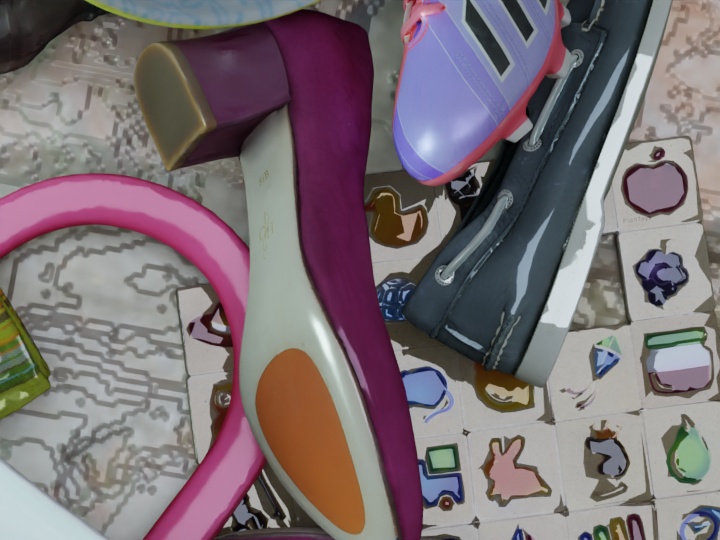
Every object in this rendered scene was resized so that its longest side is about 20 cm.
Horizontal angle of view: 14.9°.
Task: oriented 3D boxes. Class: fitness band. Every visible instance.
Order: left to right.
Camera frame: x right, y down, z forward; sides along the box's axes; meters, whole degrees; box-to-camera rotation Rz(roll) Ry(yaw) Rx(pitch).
[{"bbox_3d":[-0.114,0.058,0.982,0.144,0.037,0.200,37,86,0],"label":"fitness band"}]

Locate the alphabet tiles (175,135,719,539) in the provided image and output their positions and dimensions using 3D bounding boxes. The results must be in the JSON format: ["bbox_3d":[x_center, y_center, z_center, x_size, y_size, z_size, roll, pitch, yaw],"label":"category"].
[{"bbox_3d":[0.036,0.044,1.017,0.200,0.008,0.167,-7,86,-6],"label":"alphabet tiles"}]

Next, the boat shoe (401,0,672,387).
[{"bbox_3d":[0.069,-0.060,0.992,0.062,0.073,0.200,17,77,2],"label":"boat shoe"}]

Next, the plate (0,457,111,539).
[{"bbox_3d":[-0.157,0.139,0.944,0.200,0.032,0.200,37,112,-3],"label":"plate"}]

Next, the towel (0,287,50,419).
[{"bbox_3d":[-0.188,-0.020,0.920,0.086,0.018,0.200,-32,112,-6],"label":"towel"}]

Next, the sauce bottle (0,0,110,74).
[{"bbox_3d":[-0.156,-0.094,0.967,0.200,0.066,0.066,-19,87,-23],"label":"sauce bottle"}]

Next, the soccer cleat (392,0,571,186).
[{"bbox_3d":[0.042,-0.119,0.972,0.076,0.067,0.200,38,57,-24],"label":"soccer cleat"}]

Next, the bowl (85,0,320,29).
[{"bbox_3d":[-0.064,-0.192,0.935,0.200,0.108,0.200,-11,115,-23],"label":"bowl"}]

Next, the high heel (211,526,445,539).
[{"bbox_3d":[0.037,0.147,0.971,0.200,0.067,0.096,12,81,-10],"label":"high heel"}]

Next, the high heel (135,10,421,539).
[{"bbox_3d":[0.000,0.000,0.949,0.096,0.067,0.200,-13,79,-38],"label":"high heel"}]
